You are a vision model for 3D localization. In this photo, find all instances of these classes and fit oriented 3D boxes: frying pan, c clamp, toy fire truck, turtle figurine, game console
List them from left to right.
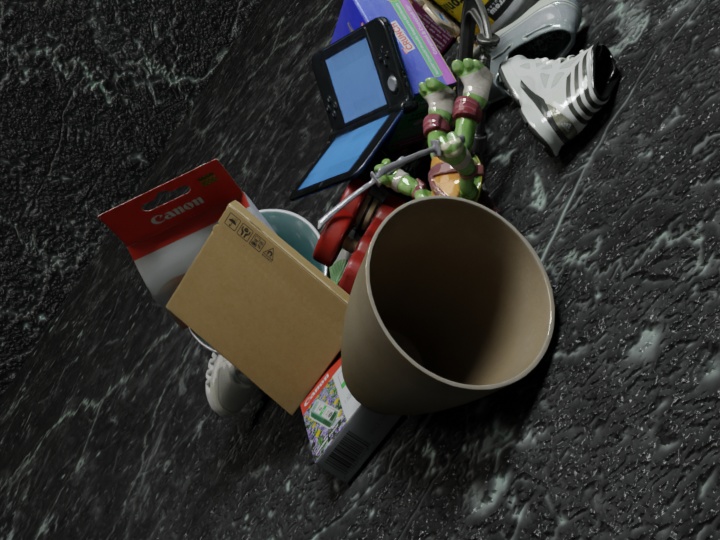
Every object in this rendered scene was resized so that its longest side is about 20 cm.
[{"bbox_3d":[-0.029,-0.196,1.520,0.117,0.173,0.199,-20,4,-29],"label":"game console"},{"bbox_3d":[0.000,0.000,1.464,0.201,0.111,0.169,-62,-3,-58],"label":"toy fire truck"},{"bbox_3d":[0.030,-0.097,1.629,0.031,0.191,0.115,-35,56,-24],"label":"frying pan"},{"bbox_3d":[0.068,-0.137,1.339,0.144,0.197,0.196,98,-177,-65],"label":"turtle figurine"},{"bbox_3d":[0.139,-0.217,1.448,0.171,0.027,0.203,-106,15,-61],"label":"c clamp"}]

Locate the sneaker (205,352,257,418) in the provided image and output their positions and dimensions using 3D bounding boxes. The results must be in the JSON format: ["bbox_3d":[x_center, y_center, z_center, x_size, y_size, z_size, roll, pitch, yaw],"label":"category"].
[{"bbox_3d":[-0.138,0.102,1.629,0.081,0.075,0.202,1,60,54],"label":"sneaker"}]

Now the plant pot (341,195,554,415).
[{"bbox_3d":[0.057,0.059,1.176,0.200,0.186,0.189,-51,15,57],"label":"plant pot"}]

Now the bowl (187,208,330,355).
[{"bbox_3d":[-0.114,0.035,1.553,0.198,0.105,0.203,-11,59,19],"label":"bowl"}]

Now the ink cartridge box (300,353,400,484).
[{"bbox_3d":[-0.015,0.137,1.367,0.109,0.050,0.200,-52,21,11],"label":"ink cartridge box"}]

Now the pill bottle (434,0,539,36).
[{"bbox_3d":[0.151,-0.363,1.546,0.111,0.199,0.112,-46,22,24],"label":"pill bottle"}]

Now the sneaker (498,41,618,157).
[{"bbox_3d":[0.225,-0.207,1.351,0.115,0.076,0.201,-37,28,14],"label":"sneaker"}]

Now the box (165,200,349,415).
[{"bbox_3d":[-0.110,0.045,1.403,0.164,0.199,0.021,-54,-6,27],"label":"box"}]

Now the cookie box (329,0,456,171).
[{"bbox_3d":[0.031,-0.249,1.603,0.074,0.173,0.200,-22,-17,-21],"label":"cookie box"}]

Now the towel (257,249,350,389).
[{"bbox_3d":[-0.079,0.062,1.673,0.152,0.023,0.202,-25,36,54],"label":"towel"}]

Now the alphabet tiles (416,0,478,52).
[{"bbox_3d":[0.106,-0.338,1.596,0.015,0.201,0.195,-46,-19,20],"label":"alphabet tiles"}]

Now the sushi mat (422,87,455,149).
[{"bbox_3d":[0.104,-0.207,1.687,0.199,0.012,0.096,-31,31,50],"label":"sushi mat"}]

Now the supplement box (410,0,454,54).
[{"bbox_3d":[0.106,-0.419,1.846,0.200,0.130,0.103,-49,19,16],"label":"supplement box"}]

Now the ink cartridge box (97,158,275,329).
[{"bbox_3d":[-0.185,-0.026,1.432,0.161,0.200,0.051,-24,54,9],"label":"ink cartridge box"}]

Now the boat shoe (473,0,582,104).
[{"bbox_3d":[0.186,-0.250,1.480,0.200,0.070,0.072,-39,29,43],"label":"boat shoe"}]
